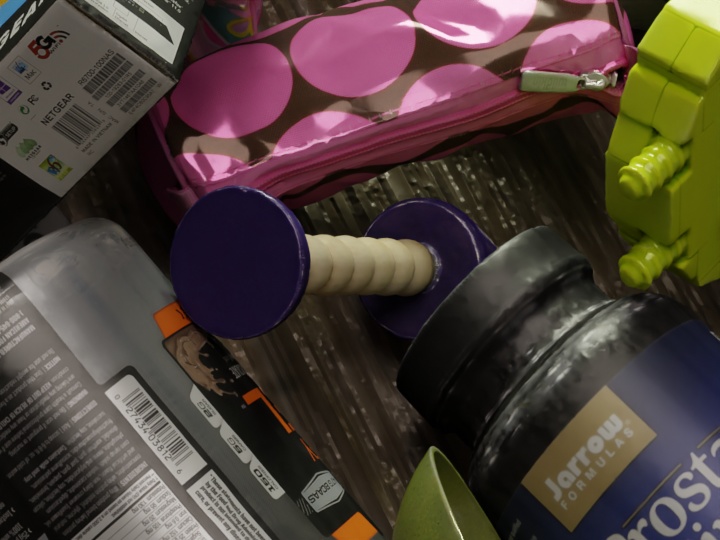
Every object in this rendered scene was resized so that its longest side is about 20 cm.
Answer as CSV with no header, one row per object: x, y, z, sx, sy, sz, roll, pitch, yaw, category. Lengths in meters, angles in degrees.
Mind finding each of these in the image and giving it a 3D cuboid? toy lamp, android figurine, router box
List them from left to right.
-0.122,-0.067,0.897,0.051,0.200,0.150,35,38,-19,router box
0.000,0.000,0.941,0.058,0.058,0.200,46,19,18,toy lamp
0.156,-0.072,0.950,0.041,0.183,0.200,30,55,28,android figurine

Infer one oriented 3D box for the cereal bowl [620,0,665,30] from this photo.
0.126,-0.207,1.087,0.199,0.083,0.202,23,57,-41,cereal bowl

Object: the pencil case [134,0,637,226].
0.011,-0.066,1.002,0.199,0.091,0.094,-21,40,-4,pencil case

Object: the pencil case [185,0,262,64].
-0.133,-0.116,1.034,0.198,0.088,0.088,-1,58,-11,pencil case

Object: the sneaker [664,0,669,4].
0.171,-0.145,1.020,0.075,0.201,0.106,32,66,31,sneaker

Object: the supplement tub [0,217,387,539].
-0.070,0.092,0.874,0.122,0.123,0.200,-38,86,-29,supplement tub

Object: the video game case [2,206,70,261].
-0.174,0.050,0.958,0.199,0.022,0.182,-31,68,-26,video game case

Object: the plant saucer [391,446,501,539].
0.059,0.154,0.849,0.031,0.200,0.201,-28,63,4,plant saucer

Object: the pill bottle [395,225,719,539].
0.111,0.081,0.940,0.112,0.112,0.200,-37,71,-29,pill bottle
